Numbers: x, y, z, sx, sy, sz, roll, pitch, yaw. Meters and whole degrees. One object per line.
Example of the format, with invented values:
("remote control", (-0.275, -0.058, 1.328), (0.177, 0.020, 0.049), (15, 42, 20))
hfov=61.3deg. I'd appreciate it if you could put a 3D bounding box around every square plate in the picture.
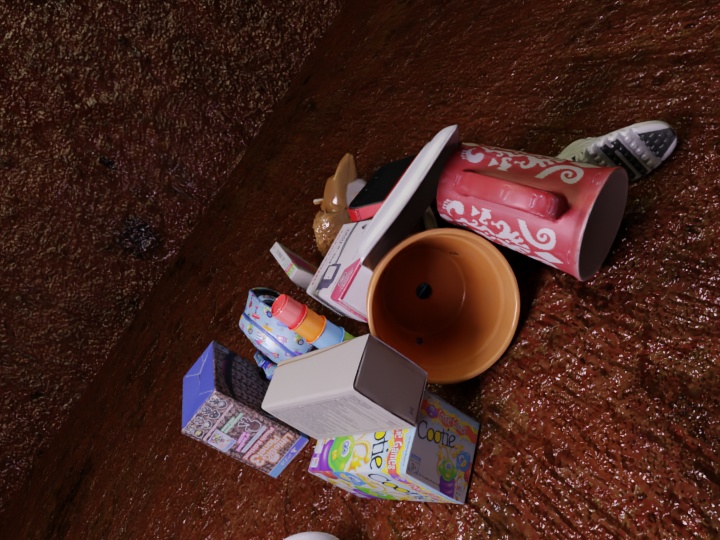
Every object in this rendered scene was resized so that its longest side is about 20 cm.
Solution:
("square plate", (0.061, -0.086, 0.806), (0.201, 0.028, 0.198), (-54, -8, 0))

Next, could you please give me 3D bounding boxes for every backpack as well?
("backpack", (-0.135, 0.124, 1.102), (0.135, 0.199, 0.182), (-56, 27, -1))

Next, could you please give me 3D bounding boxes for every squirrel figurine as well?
("squirrel figurine", (-0.052, -0.130, 1.335), (0.201, 0.141, 0.186), (-59, 20, -13))

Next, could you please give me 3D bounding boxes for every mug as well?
("mug", (0.197, -0.095, 0.733), (0.199, 0.178, 0.134), (24, 74, 35))

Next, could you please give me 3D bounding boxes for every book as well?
("book", (-0.110, 0.008, 1.269), (0.048, 0.133, 0.200), (-54, 26, 3))

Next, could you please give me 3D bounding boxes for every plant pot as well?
("plant pot", (0.101, 0.039, 0.835), (0.201, 0.199, 0.140), (-54, 8, 2))

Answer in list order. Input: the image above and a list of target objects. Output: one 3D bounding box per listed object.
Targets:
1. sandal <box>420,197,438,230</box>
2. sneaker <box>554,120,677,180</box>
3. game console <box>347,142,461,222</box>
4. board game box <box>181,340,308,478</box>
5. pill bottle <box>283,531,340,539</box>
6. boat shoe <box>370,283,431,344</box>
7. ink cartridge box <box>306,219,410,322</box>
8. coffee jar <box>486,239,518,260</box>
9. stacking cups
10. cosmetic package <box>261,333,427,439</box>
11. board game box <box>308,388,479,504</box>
("sandal", (0.131, -0.126, 1.113), (0.069, 0.078, 0.212), (-17, 31, 2))
("sneaker", (0.315, -0.152, 0.806), (0.199, 0.075, 0.081), (-23, 32, 48))
("game console", (0.079, -0.155, 1.068), (0.176, 0.031, 0.200), (-10, 29, 32))
("board game box", (-0.207, 0.246, 1.084), (0.097, 0.199, 0.160), (-49, 27, 10))
("pill bottle", (-0.056, 0.427, 0.719), (0.111, 0.110, 0.201), (-46, 27, 19))
("boat shoe", (0.077, 0.081, 0.951), (0.200, 0.084, 0.069), (-44, 16, -14))
("ink cartridge box", (0.000, 0.000, 1.000), (0.146, 0.084, 0.200), (-61, 17, -9))
("coffee jar", (0.198, -0.099, 0.920), (0.104, 0.085, 0.201), (-38, 30, 17))
("stacking cups", (-0.056, 0.108, 0.985), (0.060, 0.199, 0.061), (-37, 33, 29))
("cosmetic package", (-0.025, 0.151, 0.756), (0.199, 0.103, 0.074), (-23, 39, 46))
("board game box", (0.039, 0.231, 0.789), (0.199, 0.105, 0.104), (-22, 41, 49))
